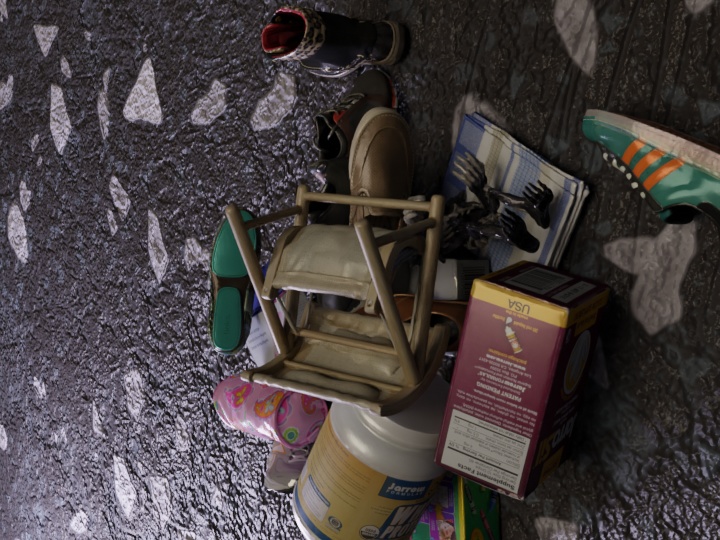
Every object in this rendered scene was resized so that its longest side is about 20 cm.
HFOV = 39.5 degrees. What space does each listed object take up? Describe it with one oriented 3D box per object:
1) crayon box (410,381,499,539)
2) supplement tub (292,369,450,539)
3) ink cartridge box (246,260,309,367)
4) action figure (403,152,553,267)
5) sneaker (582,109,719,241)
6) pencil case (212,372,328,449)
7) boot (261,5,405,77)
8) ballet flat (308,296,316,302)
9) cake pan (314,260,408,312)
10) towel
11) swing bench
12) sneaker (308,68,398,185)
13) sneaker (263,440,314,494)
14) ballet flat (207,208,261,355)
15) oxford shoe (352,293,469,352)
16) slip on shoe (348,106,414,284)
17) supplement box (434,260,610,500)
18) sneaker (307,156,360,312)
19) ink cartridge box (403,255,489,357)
[{"bbox_3d":[0.099,0.232,1.171,0.119,0.058,0.201,-2,90,53],"label":"crayon box"},{"bbox_3d":[0.019,0.210,1.107,0.145,0.144,0.200,50,129,38],"label":"supplement tub"},{"bbox_3d":[-0.106,0.091,1.368,0.200,0.043,0.196,62,153,2],"label":"ink cartridge box"},{"bbox_3d":[0.107,-0.064,1.068,0.200,0.119,0.102,1,134,51],"label":"action figure"},{"bbox_3d":[0.274,-0.089,0.918,0.200,0.071,0.080,36,115,44],"label":"sneaker"},{"bbox_3d":[-0.122,0.184,1.341,0.200,0.087,0.088,-1,91,58],"label":"pencil case"},{"bbox_3d":[-0.058,-0.289,1.273,0.200,0.150,0.073,12,101,51],"label":"boot"},{"bbox_3d":[-0.094,0.024,1.400,0.200,0.068,0.063,-13,78,52],"label":"ballet flat"},{"bbox_3d":[0.000,0.000,1.239,0.200,0.037,0.201,3,93,61],"label":"cake pan"},{"bbox_3d":[0.160,-0.073,1.107,0.200,0.024,0.147,44,127,44],"label":"towel"},{"bbox_3d":[-0.021,0.025,1.027,0.198,0.130,0.201,9,110,40],"label":"swing bench"},{"bbox_3d":[-0.013,-0.183,1.227,0.077,0.082,0.201,-24,42,43],"label":"sneaker"},{"bbox_3d":[-0.090,0.244,1.361,0.200,0.075,0.092,-157,77,-78],"label":"sneaker"},{"bbox_3d":[-0.174,0.017,1.381,0.074,0.074,0.201,0,79,52],"label":"ballet flat"},{"bbox_3d":[0.047,0.061,1.098,0.200,0.071,0.072,-8,89,41],"label":"oxford shoe"},{"bbox_3d":[0.022,-0.074,1.092,0.061,0.076,0.201,-136,54,-62],"label":"slip on shoe"},{"bbox_3d":[0.162,0.104,1.005,0.103,0.131,0.201,19,109,26],"label":"supplement box"},{"bbox_3d":[-0.030,-0.042,1.162,0.076,0.090,0.201,40,126,56],"label":"sneaker"},{"bbox_3d":[0.077,0.037,1.192,0.200,0.050,0.109,5,96,62],"label":"ink cartridge box"}]
